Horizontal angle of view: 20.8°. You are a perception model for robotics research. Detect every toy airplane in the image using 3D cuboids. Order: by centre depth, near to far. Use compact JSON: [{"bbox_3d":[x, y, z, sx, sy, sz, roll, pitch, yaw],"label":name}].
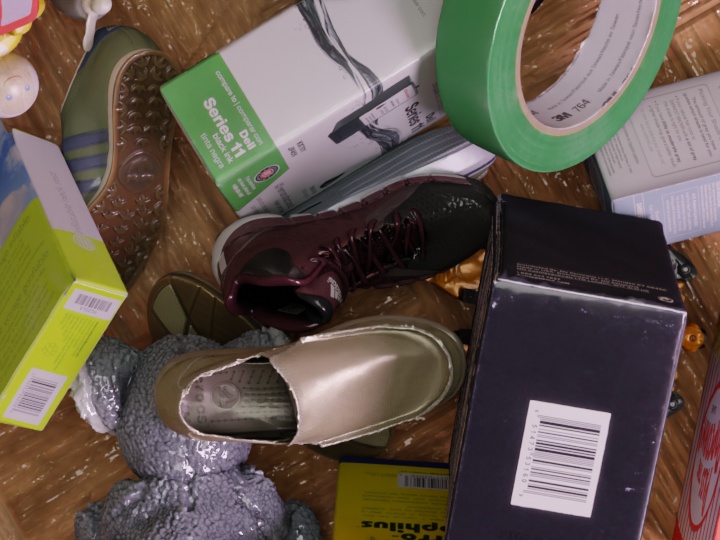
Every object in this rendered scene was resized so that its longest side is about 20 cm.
[{"bbox_3d":[-0.267,-0.166,1.317,0.200,0.199,0.141,-24,97,18],"label":"toy airplane"}]

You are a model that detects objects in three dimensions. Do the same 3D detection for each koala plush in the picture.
[{"bbox_3d":[-0.112,0.135,1.309,0.177,0.184,0.201,0,93,0],"label":"koala plush"}]

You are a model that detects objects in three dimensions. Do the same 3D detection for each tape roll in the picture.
[{"bbox_3d":[0.132,-0.165,1.271,0.048,0.200,0.201,28,91,35],"label":"tape roll"}]

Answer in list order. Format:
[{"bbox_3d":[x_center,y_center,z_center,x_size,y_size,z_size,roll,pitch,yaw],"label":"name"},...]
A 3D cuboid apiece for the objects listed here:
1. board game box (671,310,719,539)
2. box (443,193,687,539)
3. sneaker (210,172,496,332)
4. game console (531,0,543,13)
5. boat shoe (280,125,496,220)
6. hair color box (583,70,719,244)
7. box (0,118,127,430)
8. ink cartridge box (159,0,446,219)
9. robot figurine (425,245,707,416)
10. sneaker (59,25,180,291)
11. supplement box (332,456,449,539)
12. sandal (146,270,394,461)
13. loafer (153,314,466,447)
[{"bbox_3d":[0.264,0.103,1.325,0.046,0.152,0.201,12,90,0],"label":"board game box"},{"bbox_3d":[0.126,0.077,1.239,0.123,0.198,0.201,9,108,1],"label":"box"},{"bbox_3d":[0.000,0.000,1.292,0.199,0.116,0.076,-14,114,3],"label":"sneaker"},{"bbox_3d":[0.092,-0.296,1.345,0.116,0.176,0.200,33,91,-31],"label":"game console"},{"bbox_3d":[0.011,-0.038,1.378,0.200,0.072,0.062,-27,111,6],"label":"boat shoe"},{"bbox_3d":[0.259,-0.086,1.345,0.199,0.061,0.099,-15,47,1],"label":"hair color box"},{"bbox_3d":[-0.230,-0.002,1.318,0.048,0.200,0.122,18,117,-36],"label":"box"},{"bbox_3d":[-0.020,-0.124,1.322,0.200,0.147,0.083,-32,76,0],"label":"ink cartridge box"},{"bbox_3d":[0.142,0.037,1.373,0.199,0.058,0.145,6,91,1],"label":"robot figurine"},{"bbox_3d":[-0.178,-0.079,1.375,0.067,0.090,0.201,0,120,-31],"label":"sneaker"},{"bbox_3d":[0.032,0.213,1.293,0.109,0.200,0.109,3,107,0],"label":"supplement box"},{"bbox_3d":[-0.063,0.065,1.376,0.200,0.054,0.080,31,122,-11],"label":"sandal"},{"bbox_3d":[-0.031,0.077,1.222,0.199,0.068,0.076,-11,102,0],"label":"loafer"}]
